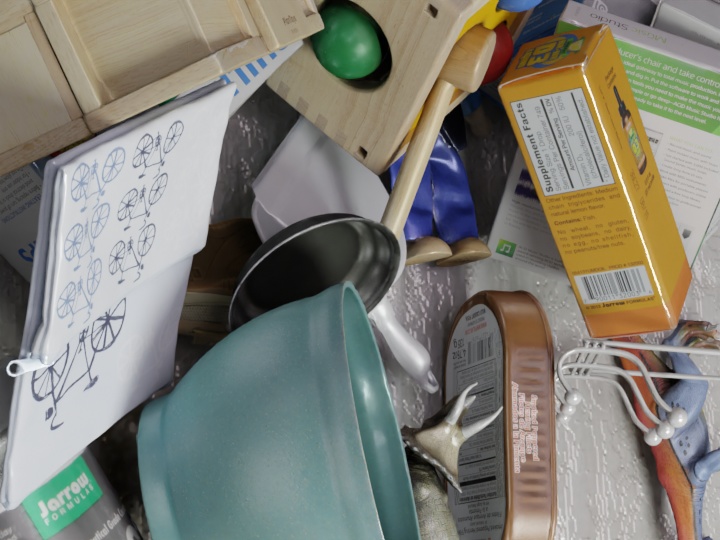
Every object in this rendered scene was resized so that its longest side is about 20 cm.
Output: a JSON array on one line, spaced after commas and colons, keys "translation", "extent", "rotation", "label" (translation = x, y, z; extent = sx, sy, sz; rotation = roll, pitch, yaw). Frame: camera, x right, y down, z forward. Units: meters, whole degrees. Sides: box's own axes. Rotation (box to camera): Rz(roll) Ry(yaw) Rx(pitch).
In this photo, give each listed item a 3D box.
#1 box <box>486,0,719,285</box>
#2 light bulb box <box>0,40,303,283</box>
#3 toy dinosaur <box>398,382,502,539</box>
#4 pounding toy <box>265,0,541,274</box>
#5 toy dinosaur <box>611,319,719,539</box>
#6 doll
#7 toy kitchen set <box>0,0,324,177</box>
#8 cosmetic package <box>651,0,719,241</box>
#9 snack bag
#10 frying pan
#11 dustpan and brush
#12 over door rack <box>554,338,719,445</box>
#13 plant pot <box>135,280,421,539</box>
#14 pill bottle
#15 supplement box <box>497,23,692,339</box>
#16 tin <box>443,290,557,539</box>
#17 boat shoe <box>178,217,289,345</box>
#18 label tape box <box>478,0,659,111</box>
[{"translation": [0.179, -0.072, 1.092], "extent": [0.143, 0.201, 0.036], "rotation": [20, 38, 6], "label": "box"}, {"translation": [-0.179, -0.136, 0.946], "extent": [0.200, 0.125, 0.198], "rotation": [49, 60, -13], "label": "light bulb box"}, {"translation": [0.034, 0.177, 1.029], "extent": [0.077, 0.102, 0.202], "rotation": [7, 76, -30], "label": "toy dinosaur"}, {"translation": [0.040, -0.142, 1.001], "extent": [0.142, 0.184, 0.200], "rotation": [39, 52, 9], "label": "pounding toy"}, {"translation": [0.238, 0.135, 1.205], "extent": [0.199, 0.105, 0.183], "rotation": [16, 80, 7], "label": "toy dinosaur"}, {"translation": [0.048, -0.105, 1.127], "extent": [0.136, 0.048, 0.202], "rotation": [1, 78, -42], "label": "doll"}, {"translation": [-0.148, -0.161, 0.854], "extent": [0.164, 0.179, 0.200], "rotation": [66, 18, -8], "label": "toy kitchen set"}, {"translation": [0.239, -0.106, 1.148], "extent": [0.081, 0.201, 0.113], "rotation": [30, 40, 21], "label": "cosmetic package"}, {"translation": [-0.125, 0.011, 0.831], "extent": [0.189, 0.021, 0.201], "rotation": [-42, 149, -63], "label": "snack bag"}, {"translation": [-0.037, 0.032, 0.982], "extent": [0.114, 0.191, 0.031], "rotation": [-13, 52, -27], "label": "frying pan"}, {"translation": [0.000, 0.000, 1.055], "extent": [0.200, 0.057, 0.140], "rotation": [46, 34, -12], "label": "dustpan and brush"}, {"translation": [0.231, 0.078, 1.087], "extent": [0.198, 0.148, 0.067], "rotation": [-8, 79, 2], "label": "over door rack"}, {"translation": [-0.048, 0.119, 0.909], "extent": [0.133, 0.200, 0.202], "rotation": [-14, 87, 6], "label": "plant pot"}, {"translation": [-0.183, 0.158, 0.890], "extent": [0.113, 0.113, 0.201], "rotation": [-35, 100, -32], "label": "pill bottle"}, {"translation": [0.157, -0.056, 1.046], "extent": [0.067, 0.068, 0.201], "rotation": [-56, 132, -51], "label": "supplement box"}, {"translation": [0.092, 0.112, 1.074], "extent": [0.042, 0.112, 0.202], "rotation": [3, 77, -16], "label": "tin"}, {"translation": [-0.093, 0.012, 1.007], "extent": [0.199, 0.065, 0.072], "rotation": [7, 51, -49], "label": "boat shoe"}, {"translation": [0.167, -0.225, 1.167], "extent": [0.063, 0.144, 0.201], "rotation": [33, 65, -21], "label": "label tape box"}]
